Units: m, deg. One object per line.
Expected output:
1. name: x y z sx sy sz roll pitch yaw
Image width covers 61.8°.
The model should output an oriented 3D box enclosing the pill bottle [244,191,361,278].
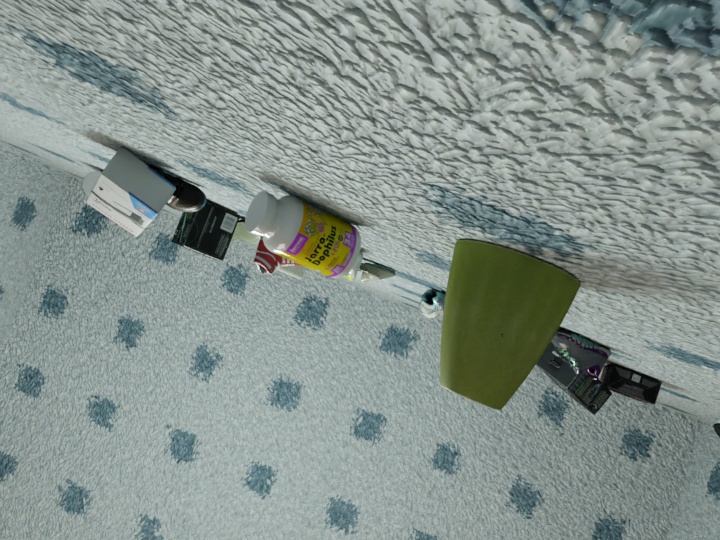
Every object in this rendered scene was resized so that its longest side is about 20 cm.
1. pill bottle: -0.101 -0.065 1.060 0.198 0.106 0.104 23 175 -34

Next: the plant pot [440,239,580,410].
1. plant pot: 0.191 0.086 0.858 0.184 0.204 0.187 20 176 2

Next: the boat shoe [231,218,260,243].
1. boat shoe: -0.356 -0.128 1.871 0.199 0.060 0.073 4 121 47

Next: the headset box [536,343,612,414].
1. headset box: 0.659 0.331 1.888 0.199 0.093 0.174 40 -179 -32

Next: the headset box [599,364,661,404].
1. headset box: 0.850 0.360 1.914 0.146 0.076 0.200 20 176 15

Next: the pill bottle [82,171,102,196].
1. pill bottle: -0.941 -0.299 2.216 0.112 0.116 0.200 21 176 -4

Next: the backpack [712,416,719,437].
1. backpack: 0.687 0.249 0.986 0.197 0.129 0.167 22 164 -7

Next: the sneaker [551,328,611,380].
1. sneaker: 0.526 0.205 1.478 0.197 0.089 0.074 22 176 -15

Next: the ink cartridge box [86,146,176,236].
1. ink cartridge box: -0.528 -0.173 1.374 0.144 0.085 0.199 37 151 -21

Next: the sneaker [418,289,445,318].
1. sneaker: 0.214 0.087 1.770 0.086 0.079 0.199 34 166 -14

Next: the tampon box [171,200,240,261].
1. tampon box: -0.471 -0.126 1.818 0.125 0.153 0.199 23 175 -28

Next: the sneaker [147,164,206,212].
1. sneaker: -0.467 -0.197 1.436 0.196 0.075 0.082 21 174 -8

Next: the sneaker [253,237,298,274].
1. sneaker: -0.251 -0.025 1.907 0.198 0.114 0.071 27 168 -34

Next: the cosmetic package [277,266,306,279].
1. cosmetic package: -0.289 -0.047 2.258 0.086 0.105 0.199 17 173 32

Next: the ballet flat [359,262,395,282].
1. ballet flat: 0.000 0.000 1.668 0.196 0.065 0.067 20 176 12

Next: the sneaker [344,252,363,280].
1. sneaker: -0.054 -0.026 1.527 0.103 0.077 0.200 22 177 -5
